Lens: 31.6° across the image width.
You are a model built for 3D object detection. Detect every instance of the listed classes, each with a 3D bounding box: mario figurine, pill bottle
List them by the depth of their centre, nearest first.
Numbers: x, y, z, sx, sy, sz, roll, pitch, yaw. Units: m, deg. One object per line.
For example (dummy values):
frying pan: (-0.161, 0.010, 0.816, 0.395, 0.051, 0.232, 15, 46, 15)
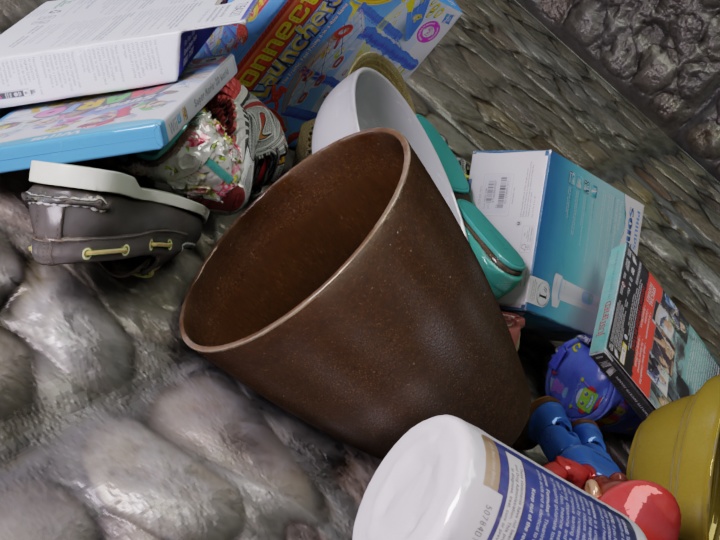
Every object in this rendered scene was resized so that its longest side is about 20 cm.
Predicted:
pill bottle: (0.104, 0.178, 0.766, 0.200, 0.111, 0.111, 32, 23, -21)
mario figurine: (0.161, 0.178, 0.950, 0.123, 0.106, 0.200, -3, 20, -8)

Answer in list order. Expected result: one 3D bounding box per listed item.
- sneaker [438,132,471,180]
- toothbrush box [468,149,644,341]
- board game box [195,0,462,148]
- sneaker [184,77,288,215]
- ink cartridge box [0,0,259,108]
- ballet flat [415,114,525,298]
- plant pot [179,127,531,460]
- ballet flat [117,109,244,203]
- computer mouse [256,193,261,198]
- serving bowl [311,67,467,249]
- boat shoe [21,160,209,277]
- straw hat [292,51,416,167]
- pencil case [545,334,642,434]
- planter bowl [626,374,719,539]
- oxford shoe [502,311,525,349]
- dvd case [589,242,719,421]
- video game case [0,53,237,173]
sneaker: (0.082, -0.065, 1.247, 0.074, 0.085, 0.200, 14, 33, -47)
toothbrush box: (0.179, -0.017, 1.193, 0.085, 0.146, 0.200, 4, -9, 39)
board game box: (-0.037, -0.208, 1.172, 0.196, 0.200, 0.056, 13, 36, -49)
sneaker: (-0.093, -0.098, 1.028, 0.082, 0.078, 0.200, 34, 22, -17)
ink cartridge box: (-0.164, -0.173, 0.939, 0.196, 0.200, 0.043, -79, 162, -66)
ballet flat: (0.069, -0.049, 1.115, 0.067, 0.070, 0.200, 14, 38, -49)
plant pot: (0.018, 0.044, 0.833, 0.200, 0.187, 0.187, 47, 17, -24)
ballet flat: (-0.132, -0.086, 0.916, 0.064, 0.076, 0.200, 39, 2, -24)
computer mouse: (0.000, 0.000, 1.034, 0.140, 0.046, 0.200, 20, 29, -40)
serving bowl: (0.017, -0.052, 0.986, 0.200, 0.066, 0.200, 52, 24, -35)
boat shoe: (-0.153, -0.026, 0.808, 0.072, 0.061, 0.201, 7, -2, 15)
straw hat: (-0.016, -0.098, 1.136, 0.201, 0.085, 0.201, -3, 90, -68)
pencil case: (0.247, 0.111, 1.188, 0.200, 0.078, 0.087, 16, 29, -47)
planter bowl: (0.269, 0.170, 1.040, 0.083, 0.200, 0.200, 5, 3, 30)
oxford shoe: (0.096, 0.070, 1.056, 0.070, 0.075, 0.200, 7, 3, 9)
dvd case: (0.277, 0.091, 1.150, 0.200, 0.022, 0.146, 47, 40, -22)
video game case: (-0.173, -0.107, 0.855, 0.200, 0.143, 0.018, -71, 152, -67)
